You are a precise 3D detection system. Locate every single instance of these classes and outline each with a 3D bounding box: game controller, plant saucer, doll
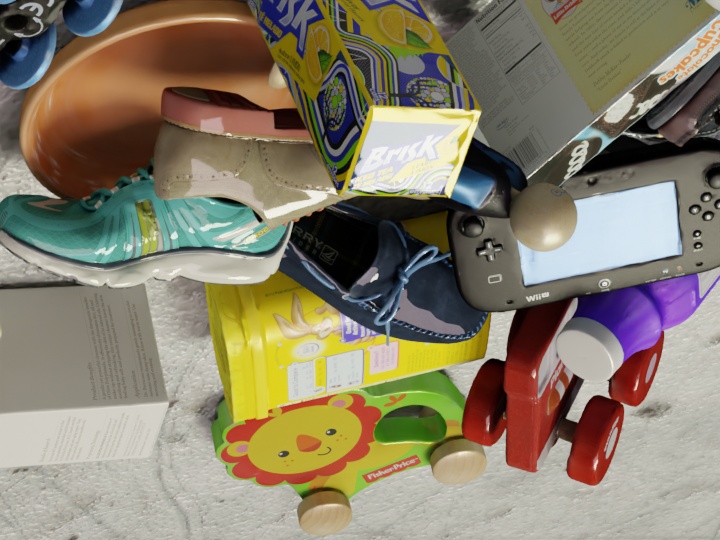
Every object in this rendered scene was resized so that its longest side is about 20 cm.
[{"bbox_3d":[0.158,-0.029,1.390,0.199,0.042,0.105,-11,119,2],"label":"game controller"},{"bbox_3d":[-0.117,-0.106,1.302,0.199,0.038,0.201,-12,148,-8],"label":"plant saucer"},{"bbox_3d":[0.039,-0.071,1.209,0.049,0.200,0.136,-59,164,13],"label":"doll"}]

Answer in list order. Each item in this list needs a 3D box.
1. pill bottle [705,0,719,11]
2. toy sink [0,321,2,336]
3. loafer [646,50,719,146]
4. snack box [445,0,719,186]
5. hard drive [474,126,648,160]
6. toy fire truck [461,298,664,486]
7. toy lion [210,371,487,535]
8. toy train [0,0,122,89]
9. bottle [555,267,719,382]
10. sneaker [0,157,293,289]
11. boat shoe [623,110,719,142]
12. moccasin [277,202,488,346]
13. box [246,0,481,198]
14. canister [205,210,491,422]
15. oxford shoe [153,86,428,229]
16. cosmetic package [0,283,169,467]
[{"bbox_3d":[0.220,-0.209,1.134,0.110,0.201,0.111,-12,150,-7],"label":"pill bottle"},{"bbox_3d":[-0.339,0.009,1.295,0.199,0.131,0.112,3,144,-26],"label":"toy sink"},{"bbox_3d":[0.251,-0.135,1.292,0.200,0.063,0.072,-47,-175,-35],"label":"loafer"},{"bbox_3d":[0.148,-0.150,1.251,0.200,0.117,0.037,-40,148,22],"label":"snack box"},{"bbox_3d":[0.108,-0.075,1.421,0.139,0.033,0.199,-17,154,40],"label":"hard drive"},{"bbox_3d":[0.156,0.050,1.546,0.112,0.200,0.168,20,142,18],"label":"toy fire truck"},{"bbox_3d":[-0.015,0.131,1.710,0.199,0.069,0.192,-21,141,8],"label":"toy lion"},{"bbox_3d":[-0.206,-0.154,1.111,0.200,0.115,0.086,-35,147,30],"label":"toy train"},{"bbox_3d":[0.208,-0.001,1.477,0.200,0.083,0.066,-46,142,-34],"label":"bottle"},{"bbox_3d":[-0.136,-0.040,1.314,0.199,0.078,0.080,-3,126,-26],"label":"sneaker"},{"bbox_3d":[0.194,-0.112,1.363,0.199,0.091,0.071,13,110,-38],"label":"boat shoe"},{"bbox_3d":[0.000,0.000,1.414,0.199,0.081,0.068,21,171,-14],"label":"moccasin"},{"bbox_3d":[-0.005,-0.128,1.155,0.070,0.200,0.065,0,131,-25],"label":"box"},{"bbox_3d":[-0.008,0.031,1.523,0.199,0.087,0.149,-13,149,-8],"label":"canister"},{"bbox_3d":[-0.038,-0.061,1.285,0.199,0.070,0.075,10,102,-23],"label":"oxford shoe"},{"bbox_3d":[-0.245,0.075,1.464,0.199,0.108,0.085,-2,147,-19],"label":"cosmetic package"}]
